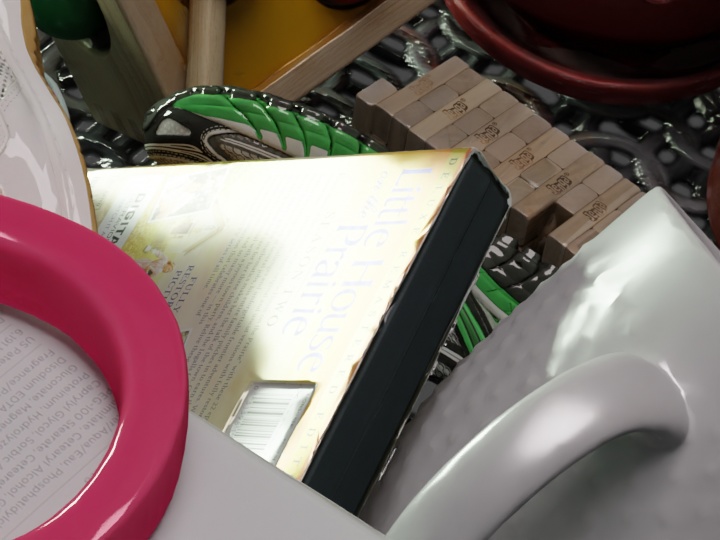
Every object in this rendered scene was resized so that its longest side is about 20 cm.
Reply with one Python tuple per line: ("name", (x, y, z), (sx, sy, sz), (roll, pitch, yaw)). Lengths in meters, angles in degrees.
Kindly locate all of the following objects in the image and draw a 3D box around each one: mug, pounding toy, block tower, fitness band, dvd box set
("mug", (0.068, 0.080, 0.697), (0.175, 0.200, 0.148), (-41, 66, 8))
("pounding toy", (-0.062, -0.130, 0.931), (0.200, 0.185, 0.142), (-37, 32, -20))
("block tower", (0.083, -0.015, 0.942), (0.200, 0.054, 0.058), (38, 51, 25))
("fitness band", (-0.144, 0.029, 0.597), (0.198, 0.038, 0.144), (13, 42, 4))
("dvd box set", (-0.058, 0.025, 0.748), (0.199, 0.029, 0.147), (-1, 52, 43))

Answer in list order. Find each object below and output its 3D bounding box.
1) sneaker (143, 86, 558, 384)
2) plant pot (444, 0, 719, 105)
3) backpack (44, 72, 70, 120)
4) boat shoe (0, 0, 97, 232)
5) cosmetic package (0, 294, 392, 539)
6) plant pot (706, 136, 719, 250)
("sneaker", (0.000, 0.000, 0.847), (0.199, 0.078, 0.085), (35, 87, -5))
("plant pot", (0.127, -0.195, 1.025), (0.199, 0.183, 0.202), (3, 52, -4))
("backpack", (-0.210, -0.037, 0.859), (0.199, 0.151, 0.178), (29, 48, 12))
("boat shoe", (-0.138, -0.041, 0.758), (0.069, 0.071, 0.201), (-7, 55, -23))
("cosmetic package", (-0.086, 0.141, 0.659), (0.199, 0.200, 0.123), (29, 48, 20))
("plant pot", (0.239, -0.078, 0.921), (0.199, 0.196, 0.202), (7, 50, -8))
